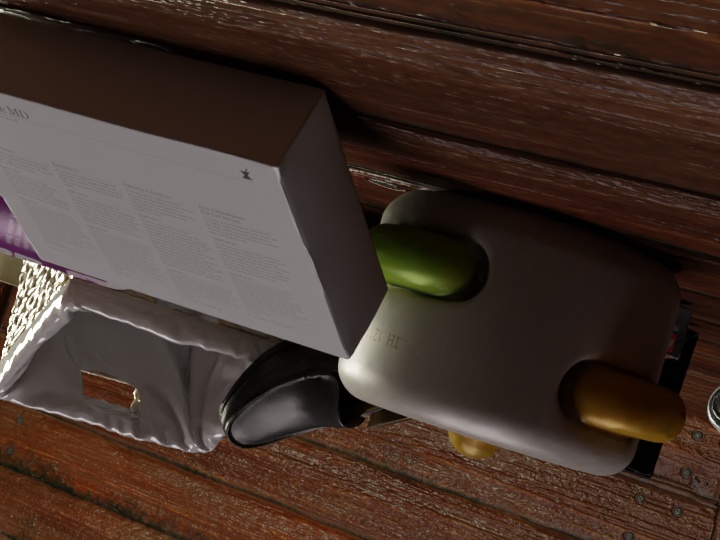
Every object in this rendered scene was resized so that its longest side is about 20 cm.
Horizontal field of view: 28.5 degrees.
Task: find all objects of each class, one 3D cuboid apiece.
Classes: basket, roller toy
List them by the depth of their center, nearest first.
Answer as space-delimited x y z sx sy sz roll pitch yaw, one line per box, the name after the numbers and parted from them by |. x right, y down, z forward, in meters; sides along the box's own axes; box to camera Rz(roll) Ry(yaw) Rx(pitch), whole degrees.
0.087 0.043 0.834 0.199 0.140 0.182 17 177 2 | roller toy
-0.171 0.028 1.159 0.198 0.161 0.200 19 144 -23 | basket

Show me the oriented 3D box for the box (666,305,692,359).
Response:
0.127 0.016 1.034 0.199 0.040 0.137 18 178 -3 | box

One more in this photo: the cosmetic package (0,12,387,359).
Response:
-0.096 -0.042 0.691 0.199 0.052 0.151 17 152 24 | cosmetic package

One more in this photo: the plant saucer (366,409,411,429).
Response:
0.098 0.084 1.108 0.199 0.036 0.200 -13 173 -2 | plant saucer

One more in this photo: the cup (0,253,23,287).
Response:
-0.286 -0.036 1.481 0.199 0.144 0.200 17 177 1 | cup

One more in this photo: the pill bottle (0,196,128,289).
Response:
-0.170 -0.053 0.854 0.199 0.113 0.112 18 177 -5 | pill bottle

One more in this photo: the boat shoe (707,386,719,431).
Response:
0.370 0.124 1.237 0.068 0.072 0.200 17 175 -31 | boat shoe

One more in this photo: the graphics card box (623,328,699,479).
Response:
0.206 0.097 1.197 0.051 0.126 0.200 20 176 -10 | graphics card box

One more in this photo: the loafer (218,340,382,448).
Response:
-0.020 0.085 1.046 0.073 0.200 0.072 44 -157 -37 | loafer
